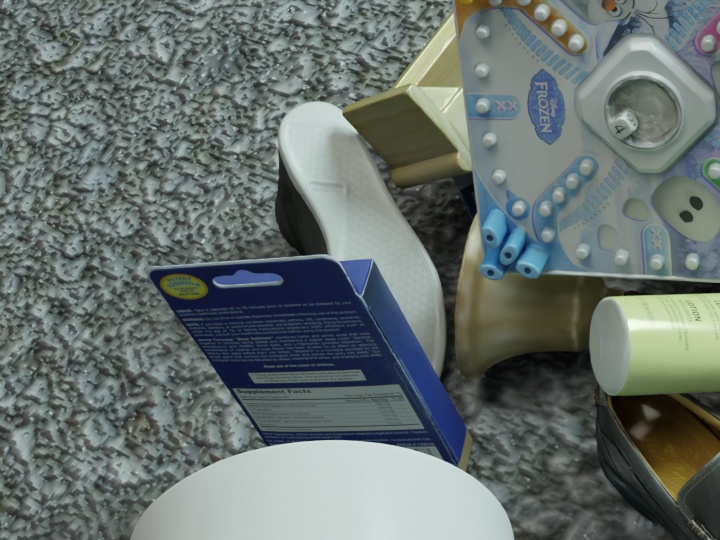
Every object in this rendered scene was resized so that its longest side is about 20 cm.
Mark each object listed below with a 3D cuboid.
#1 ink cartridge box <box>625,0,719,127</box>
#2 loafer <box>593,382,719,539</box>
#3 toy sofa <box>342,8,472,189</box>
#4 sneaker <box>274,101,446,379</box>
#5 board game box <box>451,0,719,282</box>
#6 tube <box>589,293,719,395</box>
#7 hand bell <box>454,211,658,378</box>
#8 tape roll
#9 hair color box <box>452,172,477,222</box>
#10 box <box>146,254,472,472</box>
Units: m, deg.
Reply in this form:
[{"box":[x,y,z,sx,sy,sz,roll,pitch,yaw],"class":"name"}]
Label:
[{"box":[0.251,-0.108,0.967,0.198,0.146,0.148,19,42,15],"class":"ink cartridge box"},{"box":[0.188,0.118,0.919,0.073,0.073,0.199,-43,46,-14],"class":"loafer"},{"box":[0.089,-0.135,1.112,0.201,0.098,0.083,-53,21,-23],"class":"toy sofa"},{"box":[0.000,0.000,1.134,0.070,0.099,0.202,-20,75,-10],"class":"sneaker"},{"box":[0.144,-0.081,0.914,0.198,0.202,0.026,3,28,23],"class":"board game box"},{"box":[0.220,0.035,0.946,0.198,0.052,0.059,0,83,-17],"class":"tube"},{"box":[0.162,0.023,1.026,0.198,0.105,0.105,7,55,17],"class":"hand bell"},{"box":[-0.016,0.197,0.870,0.201,0.203,0.140,-17,47,14],"class":"tape roll"},{"box":[0.147,-0.105,1.142,0.198,0.061,0.100,-25,42,7],"class":"hair color box"},{"box":[-0.025,0.049,1.003,0.120,0.201,0.033,-3,50,25],"class":"box"}]
